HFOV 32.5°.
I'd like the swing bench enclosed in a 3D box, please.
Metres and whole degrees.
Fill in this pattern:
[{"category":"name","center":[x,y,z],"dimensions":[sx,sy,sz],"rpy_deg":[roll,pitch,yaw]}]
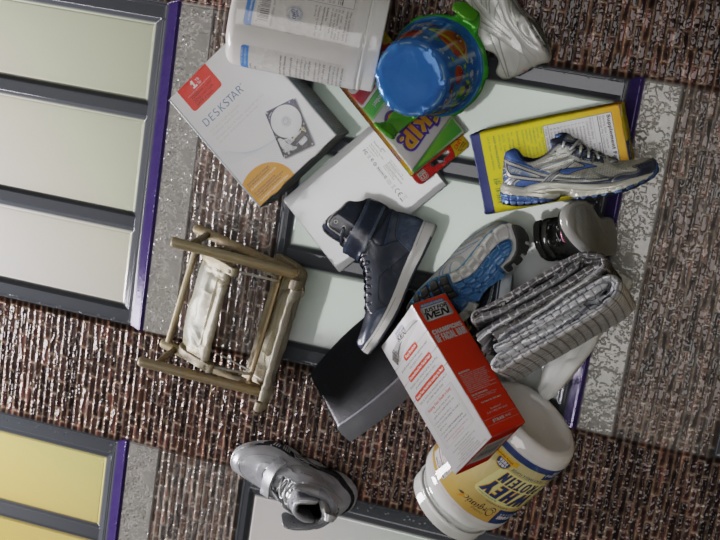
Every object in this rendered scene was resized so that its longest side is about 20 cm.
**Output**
[{"category":"swing bench","center":[-0.188,0.065,1.772],"dimensions":[0.199,0.130,0.200],"rpy_deg":[19,103,4]}]

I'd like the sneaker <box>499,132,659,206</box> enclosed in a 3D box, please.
[{"category":"sneaker","center":[0.268,-0.131,1.536],"dimensions":[0.198,0.077,0.086],"rpy_deg":[-6,94,15]}]

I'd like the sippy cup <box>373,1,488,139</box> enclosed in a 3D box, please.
[{"category":"sippy cup","center":[0.083,-0.256,1.595],"dimensions":[0.139,0.130,0.179],"rpy_deg":[6,109,21]}]

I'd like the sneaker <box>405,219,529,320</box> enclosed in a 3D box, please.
[{"category":"sneaker","center":[0.142,0.005,1.694],"dimensions":[0.200,0.087,0.075],"rpy_deg":[-39,109,4]}]

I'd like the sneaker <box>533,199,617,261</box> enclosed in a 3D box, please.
[{"category":"sneaker","center":[0.264,-0.045,1.609],"dimensions":[0.099,0.200,0.071],"rpy_deg":[-7,82,25]}]

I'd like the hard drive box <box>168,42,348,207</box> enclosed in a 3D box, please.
[{"category":"hard drive box","center":[-0.142,-0.216,1.735],"dimensions":[0.156,0.077,0.200],"rpy_deg":[-42,88,16]}]

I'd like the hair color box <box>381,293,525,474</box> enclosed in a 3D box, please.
[{"category":"hair color box","center":[0.116,0.145,1.593],"dimensions":[0.201,0.064,0.111],"rpy_deg":[59,144,20]}]

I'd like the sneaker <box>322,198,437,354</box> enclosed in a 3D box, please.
[{"category":"sneaker","center":[0.000,0.000,1.686],"dimensions":[0.145,0.077,0.203],"rpy_deg":[24,76,-2]}]

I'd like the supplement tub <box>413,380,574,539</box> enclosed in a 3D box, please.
[{"category":"supplement tub","center":[0.180,0.264,1.695],"dimensions":[0.144,0.144,0.200],"rpy_deg":[43,117,4]}]

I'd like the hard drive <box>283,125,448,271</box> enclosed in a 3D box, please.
[{"category":"hard drive","center":[0.006,-0.111,1.742],"dimensions":[0.200,0.026,0.132],"rpy_deg":[-39,89,17]}]

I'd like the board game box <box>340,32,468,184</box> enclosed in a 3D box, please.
[{"category":"board game box","center":[0.055,-0.223,1.693],"dimensions":[0.095,0.030,0.200],"rpy_deg":[-39,91,-8]}]

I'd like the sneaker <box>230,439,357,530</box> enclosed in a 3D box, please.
[{"category":"sneaker","center":[-0.108,0.312,1.798],"dimensions":[0.199,0.115,0.076],"rpy_deg":[20,104,10]}]

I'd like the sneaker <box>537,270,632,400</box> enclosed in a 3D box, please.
[{"category":"sneaker","center":[0.284,0.077,1.688],"dimensions":[0.088,0.075,0.201],"rpy_deg":[32,96,11]}]

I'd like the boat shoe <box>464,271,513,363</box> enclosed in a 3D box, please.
[{"category":"boat shoe","center":[0.150,0.091,1.717],"dimensions":[0.090,0.071,0.202],"rpy_deg":[15,105,7]}]

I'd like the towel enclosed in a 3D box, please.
[{"category":"towel","center":[0.246,0.057,1.582],"dimensions":[0.199,0.166,0.086],"rpy_deg":[-32,73,10]}]

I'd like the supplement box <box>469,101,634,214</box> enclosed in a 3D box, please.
[{"category":"supplement box","center":[0.257,-0.149,1.630],"dimensions":[0.198,0.109,0.110],"rpy_deg":[-10,98,16]}]

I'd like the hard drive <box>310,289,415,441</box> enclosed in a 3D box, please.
[{"category":"hard drive","center":[0.021,0.131,1.741],"dimensions":[0.200,0.042,0.135],"rpy_deg":[-43,54,18]}]

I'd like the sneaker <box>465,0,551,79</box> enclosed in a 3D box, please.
[{"category":"sneaker","center":[0.165,-0.341,1.639],"dimensions":[0.099,0.078,0.201],"rpy_deg":[-31,90,20]}]

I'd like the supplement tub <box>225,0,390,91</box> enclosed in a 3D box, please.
[{"category":"supplement tub","center":[-0.068,-0.316,1.617],"dimensions":[0.198,0.132,0.133],"rpy_deg":[12,103,-1]}]
